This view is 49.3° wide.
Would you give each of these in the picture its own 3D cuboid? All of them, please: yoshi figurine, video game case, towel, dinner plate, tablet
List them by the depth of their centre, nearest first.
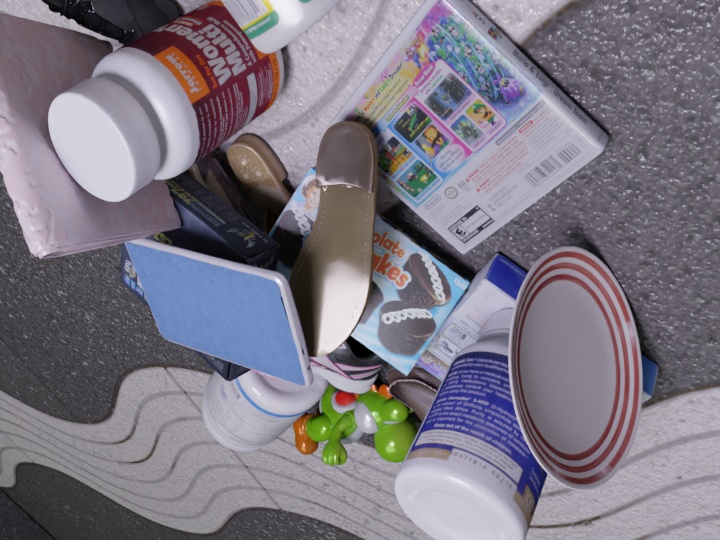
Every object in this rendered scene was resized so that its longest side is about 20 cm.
[{"bbox_3d":[0.183,0.082,0.673,0.024,0.201,0.201,-10,126,46],"label":"dinner plate"},{"bbox_3d":[0.082,-0.118,0.680,0.181,0.024,0.200,41,144,-7],"label":"video game case"},{"bbox_3d":[-0.249,-0.117,0.683,0.032,0.191,0.204,-22,89,20],"label":"towel"},{"bbox_3d":[-0.135,0.037,0.743,0.196,0.014,0.132,14,132,31],"label":"tablet"},{"bbox_3d":[0.174,0.096,0.824,0.198,0.046,0.182,35,142,0],"label":"video game case"},{"bbox_3d":[0.004,0.217,1.048,0.111,0.114,0.198,35,144,-29],"label":"yoshi figurine"}]

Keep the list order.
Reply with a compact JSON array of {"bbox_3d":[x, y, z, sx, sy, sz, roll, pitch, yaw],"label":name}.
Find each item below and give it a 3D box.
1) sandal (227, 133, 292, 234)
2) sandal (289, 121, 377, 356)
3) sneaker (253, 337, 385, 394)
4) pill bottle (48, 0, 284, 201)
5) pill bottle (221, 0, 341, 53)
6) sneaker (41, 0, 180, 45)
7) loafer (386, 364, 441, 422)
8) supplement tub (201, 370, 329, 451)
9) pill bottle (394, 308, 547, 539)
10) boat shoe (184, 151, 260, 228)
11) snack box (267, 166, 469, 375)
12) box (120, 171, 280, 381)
[{"bbox_3d":[-0.086,-0.040,0.852,0.077,0.070,0.213,-10,125,43],"label":"sandal"},{"bbox_3d":[-0.014,-0.029,0.738,0.076,0.070,0.217,12,102,14],"label":"sandal"},{"bbox_3d":[-0.051,0.081,0.936,0.196,0.082,0.087,14,137,-28],"label":"sneaker"},{"bbox_3d":[-0.160,-0.148,0.672,0.108,0.200,0.111,19,132,22],"label":"pill bottle"},{"bbox_3d":[-0.088,-0.273,0.565,0.111,0.114,0.201,-14,123,45],"label":"pill bottle"},{"bbox_3d":[-0.243,-0.252,0.726,0.075,0.092,0.201,-19,120,46],"label":"sneaker"},{"bbox_3d":[0.113,0.181,0.941,0.197,0.071,0.074,31,143,5],"label":"loafer"},{"bbox_3d":[-0.128,0.152,1.045,0.131,0.133,0.200,37,144,-4],"label":"supplement tub"},{"bbox_3d":[0.120,0.137,0.705,0.117,0.201,0.121,20,141,17],"label":"pill bottle"},{"bbox_3d":[-0.170,-0.094,0.861,0.071,0.064,0.203,-29,91,47],"label":"boat shoe"},{"bbox_3d":[0.000,0.000,0.803,0.198,0.037,0.117,35,100,-1],"label":"snack box"},{"bbox_3d":[-0.175,-0.006,0.821,0.199,0.051,0.160,36,129,26],"label":"box"}]
